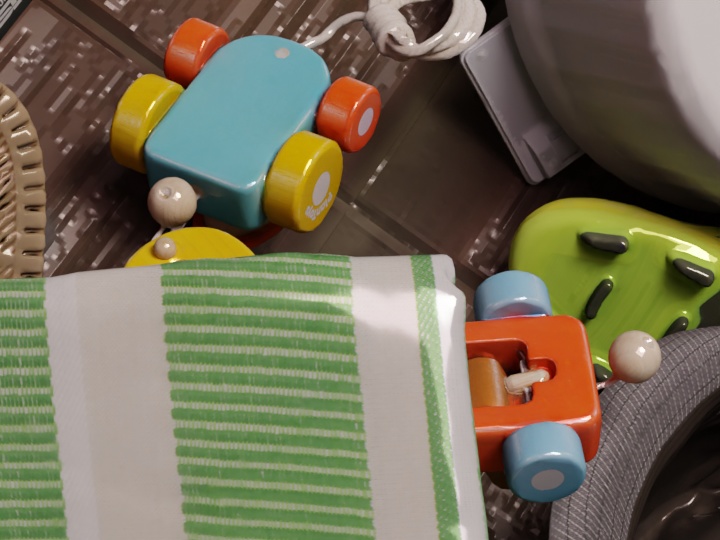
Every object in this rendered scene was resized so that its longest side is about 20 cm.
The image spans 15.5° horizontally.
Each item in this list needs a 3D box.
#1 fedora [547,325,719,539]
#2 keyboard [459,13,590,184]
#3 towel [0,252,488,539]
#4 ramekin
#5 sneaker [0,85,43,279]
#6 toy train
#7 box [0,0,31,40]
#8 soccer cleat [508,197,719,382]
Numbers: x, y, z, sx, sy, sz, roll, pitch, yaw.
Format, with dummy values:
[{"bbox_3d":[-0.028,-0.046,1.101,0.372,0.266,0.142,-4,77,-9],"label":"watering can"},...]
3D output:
[{"bbox_3d":[0.122,0.112,0.801,0.177,0.090,0.200,35,50,-4],"label":"fedora"},{"bbox_3d":[0.125,-0.107,0.903,0.200,0.011,0.056,-36,109,-9],"label":"keyboard"},{"bbox_3d":[-0.066,0.076,0.668,0.199,0.023,0.153,-6,86,1],"label":"towel"},{"bbox_3d":[0.154,-0.108,0.854,0.200,0.098,0.201,-5,105,-19],"label":"ramekin"},{"bbox_3d":[-0.138,0.043,0.746,0.071,0.112,0.201,8,91,-27],"label":"sneaker"},{"bbox_3d":[0.000,0.000,0.795,0.150,0.056,0.200,-9,49,-6],"label":"toy train"},{"bbox_3d":[-0.174,-0.086,0.674,0.160,0.044,0.200,33,78,15],"label":"box"},{"bbox_3d":[0.142,0.015,0.888,0.199,0.065,0.084,15,30,-10],"label":"soccer cleat"}]
